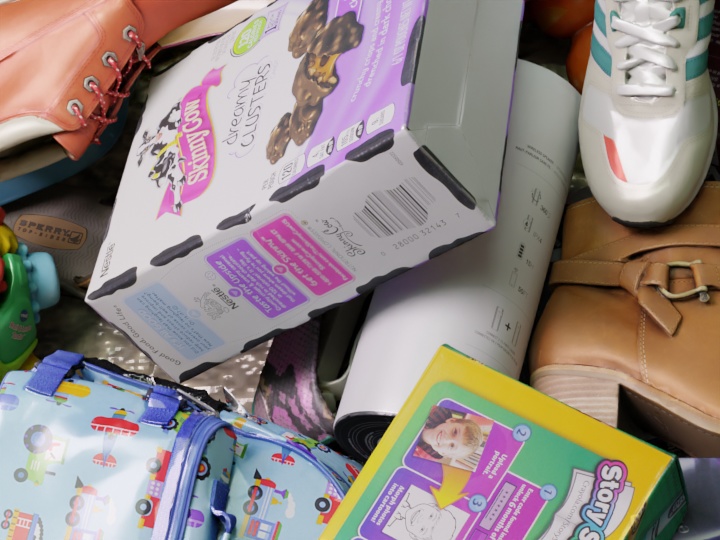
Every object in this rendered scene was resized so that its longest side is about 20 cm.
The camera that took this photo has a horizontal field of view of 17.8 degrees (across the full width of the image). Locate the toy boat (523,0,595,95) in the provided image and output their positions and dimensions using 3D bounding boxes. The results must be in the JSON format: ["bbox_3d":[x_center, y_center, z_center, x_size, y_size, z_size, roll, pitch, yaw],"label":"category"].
[{"bbox_3d":[0.113,-0.142,1.210,0.199,0.131,0.131,-35,88,-7],"label":"toy boat"}]

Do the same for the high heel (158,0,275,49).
[{"bbox_3d":[-0.074,-0.144,1.276,0.199,0.068,0.096,-20,48,-13],"label":"high heel"}]

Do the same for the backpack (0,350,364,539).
[{"bbox_3d":[-0.079,0.145,1.055,0.198,0.135,0.184,17,78,11],"label":"backpack"}]

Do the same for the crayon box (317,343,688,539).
[{"bbox_3d":[0.037,0.144,0.957,0.118,0.058,0.201,25,70,25],"label":"crayon box"}]

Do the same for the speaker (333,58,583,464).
[{"bbox_3d":[0.051,-0.002,1.107,0.081,0.081,0.201,8,64,18],"label":"speaker"}]

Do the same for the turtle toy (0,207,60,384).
[{"bbox_3d":[-0.227,0.003,1.155,0.145,0.200,0.102,32,97,19],"label":"turtle toy"}]

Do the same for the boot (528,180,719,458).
[{"bbox_3d":[0.178,0.033,1.082,0.198,0.077,0.156,-4,56,21],"label":"boot"}]

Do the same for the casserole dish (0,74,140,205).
[{"bbox_3d":[-0.210,-0.095,1.254,0.199,0.039,0.122,-19,63,23],"label":"casserole dish"}]

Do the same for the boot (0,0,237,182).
[{"bbox_3d":[-0.129,-0.111,1.166,0.199,0.075,0.108,-21,67,8],"label":"boot"}]

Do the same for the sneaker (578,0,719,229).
[{"bbox_3d":[0.133,-0.124,1.086,0.070,0.093,0.202,5,76,25],"label":"sneaker"}]

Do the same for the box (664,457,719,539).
[{"bbox_3d":[0.117,0.169,1.018,0.198,0.105,0.149,-2,61,13],"label":"box"}]

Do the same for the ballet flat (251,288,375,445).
[{"bbox_3d":[0.000,0.000,1.164,0.071,0.069,0.201,-6,59,39],"label":"ballet flat"}]

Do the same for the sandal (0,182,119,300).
[{"bbox_3d":[-0.120,-0.020,1.218,0.198,0.055,0.082,12,64,21],"label":"sandal"}]

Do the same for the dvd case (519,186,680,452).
[{"bbox_3d":[0.165,0.013,1.145,0.198,0.025,0.151,-16,58,4],"label":"dvd case"}]

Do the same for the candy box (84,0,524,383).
[{"bbox_3d":[-0.025,-0.060,1.099,0.199,0.072,0.169,-27,35,31],"label":"candy box"}]

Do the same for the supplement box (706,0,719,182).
[{"bbox_3d":[0.221,-0.128,1.169,0.108,0.061,0.201,19,62,27],"label":"supplement box"}]
